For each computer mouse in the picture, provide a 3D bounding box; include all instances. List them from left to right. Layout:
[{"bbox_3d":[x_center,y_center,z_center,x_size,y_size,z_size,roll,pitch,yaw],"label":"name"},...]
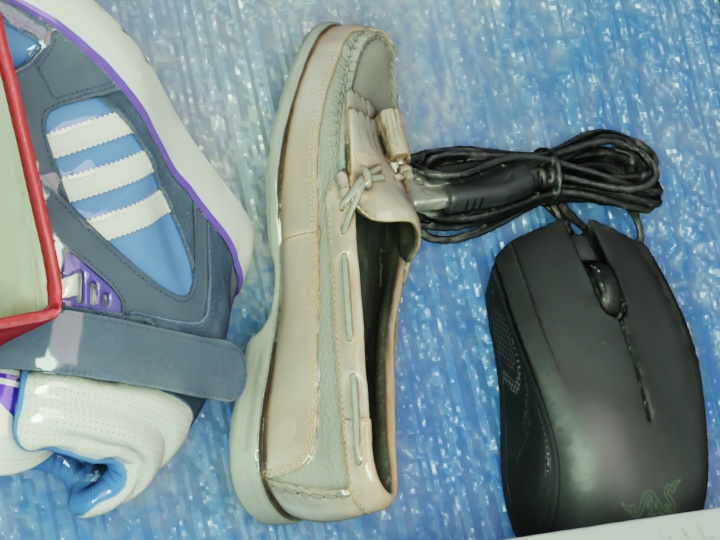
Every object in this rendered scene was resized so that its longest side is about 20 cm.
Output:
[{"bbox_3d":[0.093,0.037,1.030,0.138,0.053,0.201,-6,80,-32],"label":"computer mouse"}]

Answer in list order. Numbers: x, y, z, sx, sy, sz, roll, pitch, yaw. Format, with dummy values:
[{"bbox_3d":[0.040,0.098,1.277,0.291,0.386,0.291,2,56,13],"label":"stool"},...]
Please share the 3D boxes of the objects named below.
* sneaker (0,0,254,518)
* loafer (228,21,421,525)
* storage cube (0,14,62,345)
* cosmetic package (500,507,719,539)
[{"bbox_3d":[-0.120,-0.005,0.879,0.200,0.080,0.147,50,49,-35],"label":"sneaker"},{"bbox_3d":[0.000,0.000,0.970,0.072,0.063,0.201,33,61,-54],"label":"loafer"},{"bbox_3d":[-0.219,-0.037,0.797,0.170,0.180,0.201,-10,82,-31],"label":"storage cube"},{"bbox_3d":[0.089,0.149,0.960,0.199,0.102,0.072,-4,56,-31],"label":"cosmetic package"}]
